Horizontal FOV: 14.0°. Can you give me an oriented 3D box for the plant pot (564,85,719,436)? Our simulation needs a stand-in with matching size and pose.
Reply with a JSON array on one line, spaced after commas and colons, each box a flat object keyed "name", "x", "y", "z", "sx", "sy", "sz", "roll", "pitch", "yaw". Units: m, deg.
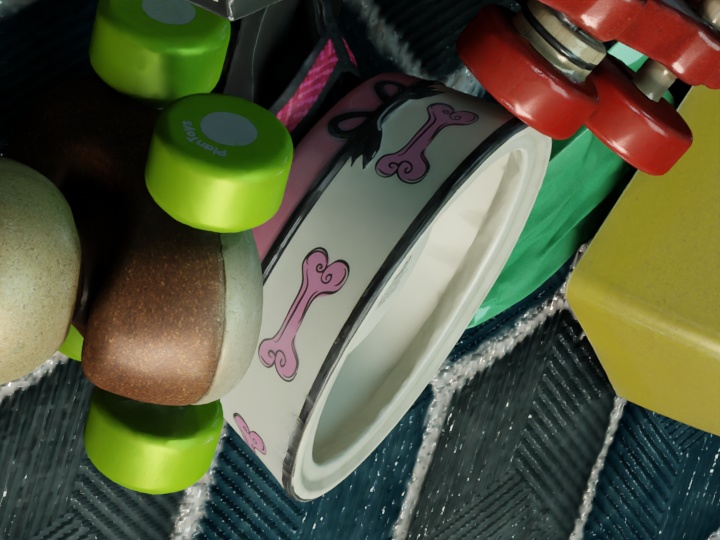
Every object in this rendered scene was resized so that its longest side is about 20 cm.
[{"name": "plant pot", "x": 0.246, "y": -0.002, "z": 1.519, "sx": 0.200, "sy": 0.176, "sz": 0.200, "roll": -57, "pitch": 159, "yaw": -9}]

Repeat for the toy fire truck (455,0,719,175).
[{"name": "toy fire truck", "x": 0.093, "y": -0.144, "z": 1.300, "sx": 0.112, "sy": 0.168, "sz": 0.200, "roll": -49, "pitch": 147, "yaw": 17}]

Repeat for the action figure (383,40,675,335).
[{"name": "action figure", "x": 0.078, "y": -0.033, "z": 1.438, "sx": 0.200, "sy": 0.055, "sz": 0.118, "roll": -42, "pitch": 141, "yaw": -25}]

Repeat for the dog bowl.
[{"name": "dog bowl", "x": 0.000, "y": 0.000, "z": 1.296, "sx": 0.200, "sy": 0.074, "sz": 0.200, "roll": -51, "pitch": 166, "yaw": -19}]

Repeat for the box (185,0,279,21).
[{"name": "box", "x": -0.028, "y": -0.200, "z": 1.124, "sx": 0.200, "sy": 0.148, "sz": 0.124, "roll": -29, "pitch": 131, "yaw": -38}]

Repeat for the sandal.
[{"name": "sandal", "x": -0.033, "y": -0.058, "z": 1.275, "sx": 0.075, "sy": 0.045, "sz": 0.200, "roll": 18, "pitch": 91, "yaw": -66}]

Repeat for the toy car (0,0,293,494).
[{"name": "toy car", "x": -0.148, "y": -0.012, "z": 1.141, "sx": 0.200, "sy": 0.158, "sz": 0.164, "roll": -2, "pitch": 129, "yaw": -23}]
